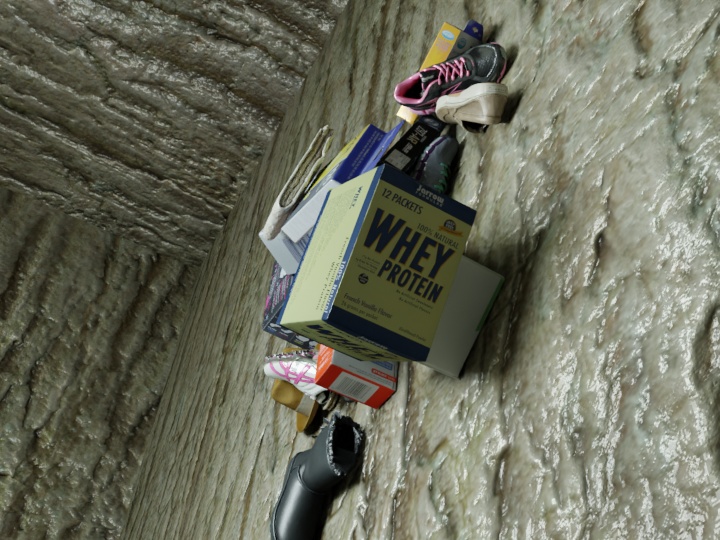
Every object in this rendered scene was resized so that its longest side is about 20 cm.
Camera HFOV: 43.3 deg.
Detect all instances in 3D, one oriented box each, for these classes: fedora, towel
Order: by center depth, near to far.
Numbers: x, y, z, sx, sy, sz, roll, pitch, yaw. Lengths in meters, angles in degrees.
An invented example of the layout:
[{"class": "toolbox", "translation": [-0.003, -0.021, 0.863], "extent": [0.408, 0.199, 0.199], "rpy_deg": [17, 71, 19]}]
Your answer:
[{"class": "towel", "translation": [-0.105, -0.151, 1.575], "extent": [0.201, 0.034, 0.133], "rpy_deg": [-62, 3, -29]}, {"class": "fedora", "translation": [-0.113, 0.195, 1.639], "extent": [0.201, 0.081, 0.202], "rpy_deg": [-163, 90, -80]}]

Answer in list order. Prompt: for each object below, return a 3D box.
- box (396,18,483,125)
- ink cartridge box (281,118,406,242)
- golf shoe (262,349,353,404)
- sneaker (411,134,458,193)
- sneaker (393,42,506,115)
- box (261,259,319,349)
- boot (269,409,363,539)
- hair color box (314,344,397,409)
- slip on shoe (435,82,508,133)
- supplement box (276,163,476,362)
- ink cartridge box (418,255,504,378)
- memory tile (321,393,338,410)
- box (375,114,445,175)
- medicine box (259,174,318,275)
[{"class": "box", "translation": [0.144, -0.346, 1.583], "extent": [0.201, 0.041, 0.119], "rpy_deg": [-63, -21, 15]}, {"class": "ink cartridge box", "translation": [-0.029, -0.159, 1.483], "extent": [0.200, 0.047, 0.198], "rpy_deg": [-42, 12, 38]}, {"class": "golf shoe", "translation": [-0.087, 0.177, 1.508], "extent": [0.199, 0.072, 0.093], "rpy_deg": [-4, 90, 40]}, {"class": "sneaker", "translation": [0.119, -0.126, 1.458], "extent": [0.087, 0.074, 0.200], "rpy_deg": [26, 75, 33]}, {"class": "sneaker", "translation": [0.139, -0.308, 1.459], "extent": [0.199, 0.095, 0.079], "rpy_deg": [-22, 78, 33]}, {"class": "box", "translation": [-0.099, 0.040, 1.768], "extent": [0.115, 0.132, 0.201], "rpy_deg": [-50, 23, 36]}, {"class": "boot", "translation": [-0.062, 0.323, 1.365], "extent": [0.163, 0.073, 0.199], "rpy_deg": [-47, 24, 42]}, {"class": "hair color box", "translation": [0.001, 0.099, 1.393], "extent": [0.064, 0.110, 0.201], "rpy_deg": [-51, 22, 40]}, {"class": "slip on shoe", "translation": [0.172, -0.244, 1.417], "extent": [0.200, 0.076, 0.061], "rpy_deg": [179, 92, -70]}, {"class": "supplement box", "translation": [0.015, -0.001, 1.132], "extent": [0.200, 0.134, 0.201], "rpy_deg": [-14, 54, 67]}, {"class": "ink cartridge box", "translation": [0.095, 0.040, 1.218], "extent": [0.146, 0.087, 0.200], "rpy_deg": [-65, 18, 3]}, {"class": "memory tile", "translation": [-0.014, 0.135, 1.567], "extent": [0.200, 0.017, 0.154], "rpy_deg": [-56, 19, 34]}, {"class": "box", "translation": [0.059, -0.158, 1.528], "extent": [0.200, 0.043, 0.161], "rpy_deg": [-50, -9, -49]}, {"class": "medicine box", "translation": [-0.052, -0.101, 1.662], "extent": [0.182, 0.103, 0.200], "rpy_deg": [-12, 30, 45]}]
